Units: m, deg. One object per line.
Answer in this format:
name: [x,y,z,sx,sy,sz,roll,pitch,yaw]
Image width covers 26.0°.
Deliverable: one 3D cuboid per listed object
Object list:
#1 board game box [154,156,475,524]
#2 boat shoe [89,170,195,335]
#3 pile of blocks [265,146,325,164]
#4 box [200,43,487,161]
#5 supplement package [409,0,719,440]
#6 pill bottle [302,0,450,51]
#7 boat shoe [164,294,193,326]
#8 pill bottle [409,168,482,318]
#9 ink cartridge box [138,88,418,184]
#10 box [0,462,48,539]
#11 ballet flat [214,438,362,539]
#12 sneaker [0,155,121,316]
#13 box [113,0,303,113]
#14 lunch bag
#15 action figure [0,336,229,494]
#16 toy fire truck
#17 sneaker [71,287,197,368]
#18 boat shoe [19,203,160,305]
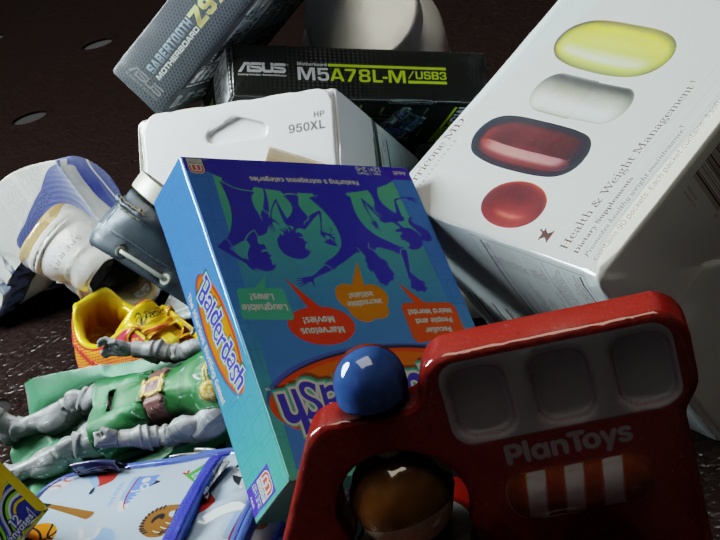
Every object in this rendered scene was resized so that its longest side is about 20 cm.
board game box: [-0.012,0.031,0.832,0.151,0.045,0.201,0,54,-33]
boat shoe: [-0.076,0.025,0.949,0.062,0.200,0.075,-48,16,1]
pile of blocks: [0.000,0.000,0.941,0.082,0.200,0.062,-48,-11,11]
box: [-0.024,-0.109,1.174,0.191,0.048,0.200,-3,-16,-16]
supplement package: [0.163,-0.044,0.903,0.192,0.147,0.199,-49,33,-12]
pill bottle: [0.016,-0.171,1.270,0.118,0.121,0.200,-13,-18,6]
boat shoe: [-0.052,0.037,1.054,0.199,0.070,0.072,-1,44,31]
pill bottle: [0.110,-0.059,1.092,0.110,0.112,0.200,4,30,37]
ink cartridge box: [-0.050,-0.054,1.095,0.143,0.085,0.200,-8,-12,17]
box: [-0.245,0.145,0.816,0.199,0.064,0.070,-27,19,51]
ballet flat: [-0.062,0.108,0.893,0.199,0.068,0.070,7,17,39]
sneaker: [-0.246,-0.035,1.250,0.199,0.081,0.115,-36,-3,39]
box: [-0.088,-0.198,1.140,0.158,0.051,0.200,-48,1,17]
lunch bag: [-0.115,0.166,0.768,0.159,0.076,0.201,-10,29,22]
action figure: [-0.128,0.078,0.876,0.198,0.055,0.119,-19,48,22]
toy fire truck: [0.059,0.099,0.699,0.198,0.170,0.112,-10,23,11]
sneaker: [-0.124,0.064,1.005,0.199,0.078,0.073,17,37,38]
boat shoe: [-0.177,0.004,1.144,0.069,0.071,0.200,36,6,16]
